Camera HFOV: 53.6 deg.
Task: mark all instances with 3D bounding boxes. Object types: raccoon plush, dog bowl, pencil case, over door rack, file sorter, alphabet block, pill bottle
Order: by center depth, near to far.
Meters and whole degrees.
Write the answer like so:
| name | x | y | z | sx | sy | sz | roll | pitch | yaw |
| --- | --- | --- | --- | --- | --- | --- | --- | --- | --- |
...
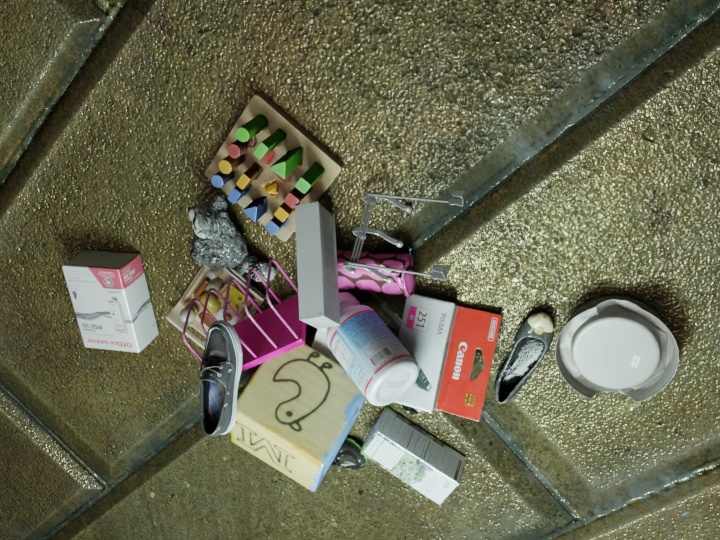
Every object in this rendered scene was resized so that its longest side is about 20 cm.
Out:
| name | x | y | z | sx | sy | sz | roll | pitch | yaw |
| --- | --- | --- | --- | --- | --- | --- | --- | --- | --- |
| over door rack | 0.077 | -0.056 | 1.200 | 0.198 | 0.149 | 0.067 | 4 | 159 | 33 |
| dog bowl | 0.441 | 0.133 | 1.233 | 0.198 | 0.059 | 0.202 | 8 | 119 | 15 |
| pill bottle | 0.008 | 0.134 | 1.271 | 0.200 | 0.108 | 0.109 | 50 | 129 | 34 |
| pencil case | 0.000 | 0.000 | 1.294 | 0.198 | 0.094 | 0.092 | 2 | 99 | 17 |
| raccoon plush | -0.232 | -0.065 | 1.332 | 0.198 | 0.098 | 0.134 | 15 | 147 | -21 |
| file sorter | -0.216 | 0.088 | 1.337 | 0.198 | 0.140 | 0.126 | -25 | 124 | 16 |
| alphabet block | -0.119 | 0.275 | 1.378 | 0.199 | 0.196 | 0.197 | 28 | 148 | 8 |

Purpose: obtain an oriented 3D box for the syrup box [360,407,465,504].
| name | x | y | z | sx | sy | sz | roll | pitch | yaw |
| --- | --- | --- | --- | --- | --- | --- | --- | --- | --- |
| syrup box | 0.109 | 0.379 | 1.458 | 0.199 | 0.082 | 0.079 | 32 | 124 | 0 |

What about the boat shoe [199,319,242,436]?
| name | x | y | z | sx | sy | sz | roll | pitch | yaw |
| --- | --- | --- | --- | --- | --- | --- | --- | --- | --- |
| boat shoe | -0.252 | 0.189 | 1.237 | 0.069 | 0.066 | 0.203 | 6 | 93 | 17 |

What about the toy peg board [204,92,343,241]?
| name | x | y | z | sx | sy | sz | roll | pitch | yaw |
| --- | --- | --- | --- | --- | --- | --- | --- | --- | --- |
| toy peg board | -0.172 | -0.166 | 1.265 | 0.200 | 0.098 | 0.199 | 40 | 121 | -4 |

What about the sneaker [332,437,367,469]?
| name | x | y | z | sx | sy | sz | roll | pitch | yaw |
| --- | --- | --- | --- | --- | --- | --- | --- | --- | --- |
| sneaker | -0.081 | 0.401 | 1.532 | 0.198 | 0.084 | 0.078 | 5 | 118 | 17 |

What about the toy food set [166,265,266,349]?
| name | x | y | z | sx | sy | sz | roll | pitch | yaw |
| --- | --- | --- | --- | --- | --- | --- | --- | --- | --- |
| toy food set | -0.296 | 0.074 | 1.451 | 0.143 | 0.061 | 0.200 | 39 | 121 | -3 |

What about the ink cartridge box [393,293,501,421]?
| name | x | y | z | sx | sy | sz | roll | pitch | yaw |
| --- | --- | --- | --- | --- | --- | --- | --- | --- | --- |
| ink cartridge box | 0.149 | 0.157 | 1.288 | 0.172 | 0.044 | 0.202 | 12 | 87 | 19 |

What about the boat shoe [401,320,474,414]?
| name | x | y | z | sx | sy | sz | roll | pitch | yaw |
| --- | --- | --- | --- | --- | --- | --- | --- | --- | --- |
| boat shoe | 0.150 | 0.181 | 1.356 | 0.075 | 0.093 | 0.201 | 39 | 95 | 17 |

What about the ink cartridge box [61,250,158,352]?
| name | x | y | z | sx | sy | sz | roll | pitch | yaw |
| --- | --- | --- | --- | --- | --- | --- | --- | --- | --- |
| ink cartridge box | -0.527 | 0.066 | 1.513 | 0.145 | 0.083 | 0.202 | 3 | 117 | 17 |

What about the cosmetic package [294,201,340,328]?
| name | x | y | z | sx | sy | sz | roll | pitch | yaw |
| --- | --- | --- | --- | --- | --- | --- | --- | --- | --- |
| cosmetic package | -0.075 | -0.008 | 1.227 | 0.050 | 0.083 | 0.203 | -8 | 73 | 15 |

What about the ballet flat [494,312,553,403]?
| name | x | y | z | sx | sy | sz | roll | pitch | yaw |
| --- | --- | --- | --- | --- | --- | --- | --- | --- | --- |
| ballet flat | 0.300 | 0.162 | 1.296 | 0.066 | 0.057 | 0.202 | 21 | 121 | 6 |

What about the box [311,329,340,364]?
| name | x | y | z | sx | sy | sz | roll | pitch | yaw |
| --- | --- | --- | --- | --- | --- | --- | --- | --- | --- |
| box | 0.008 | 0.158 | 1.386 | 0.198 | 0.069 | 0.083 | 25 | 123 | 5 |
